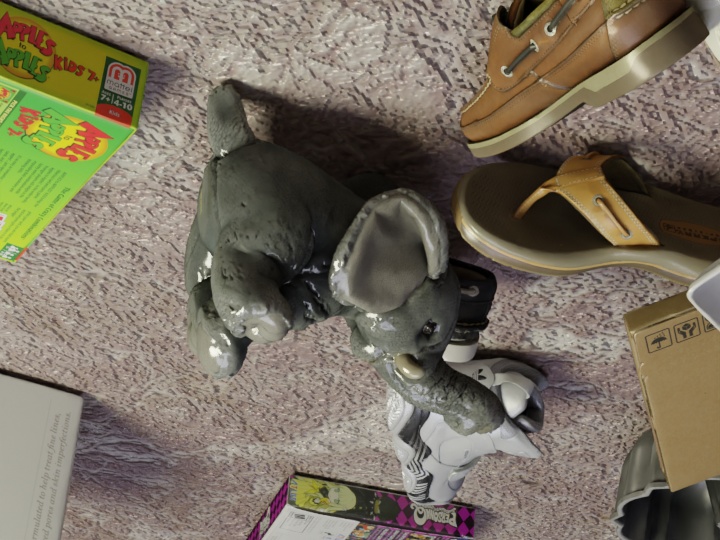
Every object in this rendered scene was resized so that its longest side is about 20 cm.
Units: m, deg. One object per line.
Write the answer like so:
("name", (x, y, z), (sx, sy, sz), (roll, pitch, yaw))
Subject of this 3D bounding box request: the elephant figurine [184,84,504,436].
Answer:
("elephant figurine", (0.000, 0.000, 0.978), (0.198, 0.143, 0.156), (3, 137, -16))

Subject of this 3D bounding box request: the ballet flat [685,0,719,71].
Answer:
("ballet flat", (0.198, -0.119, 0.806), (0.067, 0.068, 0.200), (-11, 147, 28))

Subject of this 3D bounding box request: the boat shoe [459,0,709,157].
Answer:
("boat shoe", (0.102, -0.116, 0.842), (0.068, 0.072, 0.200), (55, 152, -5))

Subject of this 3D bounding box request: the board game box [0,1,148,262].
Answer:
("board game box", (-0.214, -0.077, 0.979), (0.101, 0.048, 0.200), (20, 149, -25))

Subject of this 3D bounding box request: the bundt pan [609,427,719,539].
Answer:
("bundt pan", (0.298, 0.167, 1.298), (0.199, 0.077, 0.202), (4, 152, 2))

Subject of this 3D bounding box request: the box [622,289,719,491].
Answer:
("box", (0.274, 0.054, 1.041), (0.198, 0.021, 0.164), (-21, 132, 2))

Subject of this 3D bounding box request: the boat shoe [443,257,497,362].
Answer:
("boat shoe", (-0.009, -0.003, 1.062), (0.198, 0.074, 0.061), (22, 110, 4))

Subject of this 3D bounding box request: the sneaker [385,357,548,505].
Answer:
("sneaker", (0.088, 0.128, 1.266), (0.113, 0.076, 0.201), (2, 148, 13))

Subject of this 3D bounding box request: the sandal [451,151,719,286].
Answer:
("sandal", (0.150, -0.036, 0.965), (0.198, 0.081, 0.054), (9, 136, -10))

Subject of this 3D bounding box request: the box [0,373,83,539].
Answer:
("box", (-0.348, 0.186, 1.323), (0.198, 0.201, 0.131), (18, 150, -21))

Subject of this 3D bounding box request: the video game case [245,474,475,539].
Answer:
("video game case", (-0.006, 0.256, 1.558), (0.179, 0.036, 0.200), (12, 151, -11))

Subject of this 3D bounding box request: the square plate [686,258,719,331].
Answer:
("square plate", (0.314, -0.001, 0.968), (0.199, 0.029, 0.198), (-36, 132, 17))
